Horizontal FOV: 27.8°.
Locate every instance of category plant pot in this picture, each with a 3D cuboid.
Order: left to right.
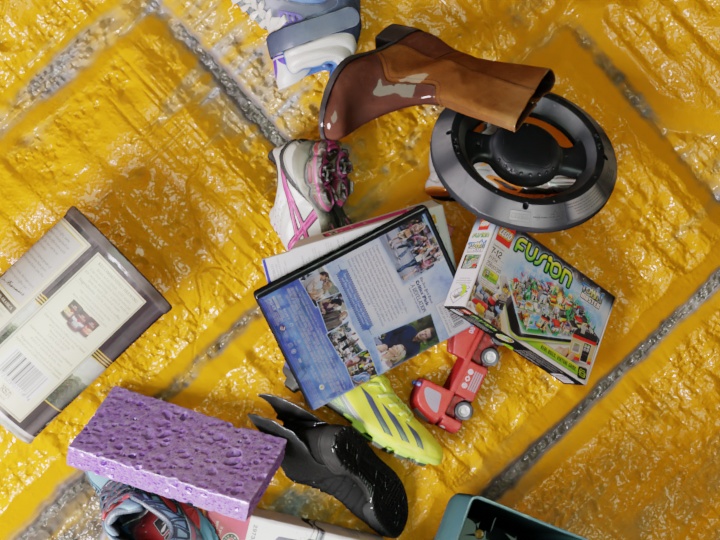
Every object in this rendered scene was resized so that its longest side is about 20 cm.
[{"bbox_3d":[0.135,0.311,1.500,0.141,0.200,0.141,22,85,-5],"label":"plant pot"}]

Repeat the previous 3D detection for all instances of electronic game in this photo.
[{"bbox_3d":[0.172,-0.121,1.533,0.200,0.042,0.200,5,52,-6],"label":"electronic game"}]

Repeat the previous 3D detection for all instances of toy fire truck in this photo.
[{"bbox_3d":[0.087,0.060,1.581,0.141,0.049,0.200,27,85,-5],"label":"toy fire truck"}]

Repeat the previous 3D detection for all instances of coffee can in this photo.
[{"bbox_3d":[-0.313,0.054,1.478,0.200,0.146,0.146,-44,94,-7],"label":"coffee can"}]

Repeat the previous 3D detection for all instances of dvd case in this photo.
[{"bbox_3d":[0.007,0.038,1.498,0.200,0.018,0.143,-27,109,-7],"label":"dvd case"}]

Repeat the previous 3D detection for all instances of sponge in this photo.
[{"bbox_3d":[-0.186,0.185,1.484,0.200,0.112,0.030,16,123,12],"label":"sponge"}]

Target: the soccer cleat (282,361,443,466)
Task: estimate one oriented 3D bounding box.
[{"bbox_3d":[0.011,0.136,1.553,0.200,0.065,0.084,33,82,1],"label":"soccer cleat"}]

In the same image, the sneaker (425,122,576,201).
[{"bbox_3d":[0.170,-0.127,1.591,0.200,0.076,0.092,-1,83,-9],"label":"sneaker"}]

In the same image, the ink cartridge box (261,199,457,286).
[{"bbox_3d":[0.000,0.000,1.514,0.200,0.037,0.095,-18,107,-13],"label":"ink cartridge box"}]

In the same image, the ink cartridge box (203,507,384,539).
[{"bbox_3d":[-0.080,0.333,1.528,0.200,0.084,0.145,14,86,-7],"label":"ink cartridge box"}]

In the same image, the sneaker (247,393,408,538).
[{"bbox_3d":[-0.032,0.209,1.551,0.200,0.104,0.060,57,48,-35],"label":"sneaker"}]

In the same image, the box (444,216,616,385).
[{"bbox_3d":[0.183,0.033,1.549,0.200,0.035,0.110,32,71,-34],"label":"box"}]

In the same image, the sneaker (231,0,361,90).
[{"bbox_3d":[-0.097,-0.271,1.555,0.200,0.081,0.147,10,82,-13],"label":"sneaker"}]

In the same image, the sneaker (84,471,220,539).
[{"bbox_3d":[-0.225,0.235,1.471,0.200,0.096,0.079,38,101,33],"label":"sneaker"}]

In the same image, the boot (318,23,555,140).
[{"bbox_3d":[0.077,-0.173,1.516,0.200,0.069,0.188,23,44,26],"label":"boot"}]

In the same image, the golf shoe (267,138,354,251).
[{"bbox_3d":[-0.052,-0.043,1.566,0.092,0.073,0.200,2,101,34],"label":"golf shoe"}]
